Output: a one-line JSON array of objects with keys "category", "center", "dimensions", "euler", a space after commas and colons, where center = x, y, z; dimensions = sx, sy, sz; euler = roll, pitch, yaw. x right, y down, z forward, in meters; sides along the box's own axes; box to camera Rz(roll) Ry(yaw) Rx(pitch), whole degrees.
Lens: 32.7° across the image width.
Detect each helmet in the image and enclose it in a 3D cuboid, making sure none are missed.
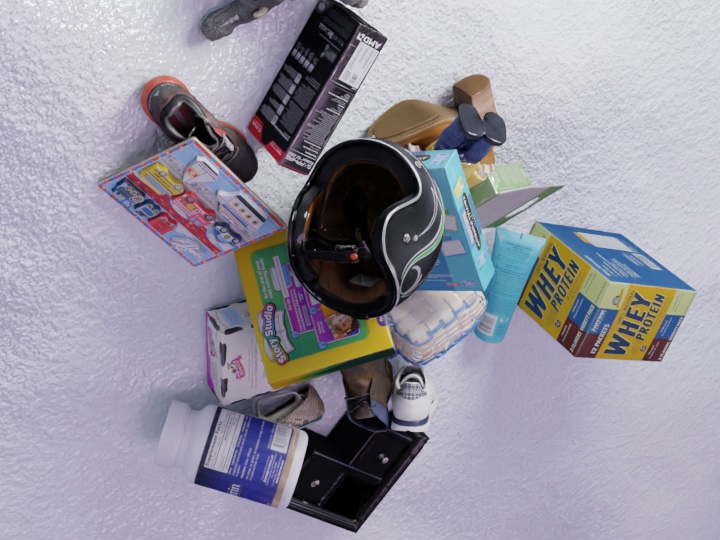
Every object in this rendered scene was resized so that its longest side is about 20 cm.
[{"category": "helmet", "center": [0.014, -0.059, 1.524], "dimensions": [0.191, 0.200, 0.200], "euler": [-63, 147, -38]}]

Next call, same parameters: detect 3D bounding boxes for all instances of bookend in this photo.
[{"category": "bookend", "center": [-0.031, 0.287, 1.926], "dimensions": [0.199, 0.092, 0.200], "euler": [32, 99, -43]}]

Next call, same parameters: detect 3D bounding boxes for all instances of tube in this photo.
[{"category": "tube", "center": [0.226, 0.023, 1.931], "dimensions": [0.077, 0.050, 0.200], "euler": [12, 125, -2]}]

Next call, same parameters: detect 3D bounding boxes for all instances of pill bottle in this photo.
[{"category": "pill bottle", "center": [-0.183, 0.256, 1.737], "dimensions": [0.200, 0.116, 0.116], "euler": [17, 114, -3]}]

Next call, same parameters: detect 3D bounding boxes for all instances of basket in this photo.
[{"category": "basket", "center": [0.104, 0.056, 1.840], "dimensions": [0.176, 0.139, 0.200], "euler": [-39, 161, -8]}]

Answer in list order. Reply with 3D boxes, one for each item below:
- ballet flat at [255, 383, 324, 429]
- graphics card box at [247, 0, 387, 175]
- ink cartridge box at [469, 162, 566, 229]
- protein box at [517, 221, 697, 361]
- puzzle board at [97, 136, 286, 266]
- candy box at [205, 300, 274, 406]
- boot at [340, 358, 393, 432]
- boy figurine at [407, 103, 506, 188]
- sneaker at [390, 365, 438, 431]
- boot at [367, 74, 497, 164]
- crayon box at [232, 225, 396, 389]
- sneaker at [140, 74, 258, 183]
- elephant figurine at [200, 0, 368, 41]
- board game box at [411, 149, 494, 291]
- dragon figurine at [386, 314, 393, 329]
[{"category": "ballet flat", "center": [-0.148, 0.229, 1.838], "dimensions": [0.200, 0.068, 0.075], "euler": [-29, 111, -19]}, {"category": "graphics card box", "center": [-0.057, -0.231, 1.529], "dimensions": [0.051, 0.125, 0.200], "euler": [21, 106, -33]}, {"category": "ink cartridge box", "center": [0.190, -0.104, 1.792], "dimensions": [0.145, 0.048, 0.200], "euler": [-33, 168, 37]}, {"category": "protein box", "center": [0.378, 0.034, 1.951], "dimensions": [0.200, 0.199, 0.135], "euler": [6, 117, -36]}, {"category": "puzzle board", "center": [-0.210, -0.080, 1.553], "dimensions": [0.151, 0.017, 0.200], "euler": [-21, 139, 24]}, {"category": "candy box", "center": [-0.119, 0.101, 1.760], "dimensions": [0.200, 0.061, 0.137], "euler": [-15, 129, -26]}, {"category": "boot", "center": [0.007, 0.166, 1.771], "dimensions": [0.075, 0.097, 0.200], "euler": [-11, 157, 16]}, {"category": "boy figurine", "center": [0.112, -0.138, 1.650], "dimensions": [0.124, 0.065, 0.200], "euler": [16, 137, -22]}, {"category": "sneaker", "center": [0.081, 0.176, 1.873], "dimensions": [0.076, 0.200, 0.081], "euler": [-2, 105, 1]}, {"category": "boot", "center": [0.107, -0.174, 1.726], "dimensions": [0.200, 0.077, 0.155], "euler": [-31, 137, -20]}, {"category": "crayon box", "center": [-0.063, 0.037, 1.635], "dimensions": [0.172, 0.200, 0.058], "euler": [-16, 166, 2]}, {"category": "sneaker", "center": [-0.192, -0.157, 1.520], "dimensions": [0.077, 0.082, 0.200], "euler": [-48, 133, 4]}, {"category": "elephant figurine", "center": [-0.089, -0.358, 1.430], "dimensions": [0.200, 0.142, 0.155], "euler": [-7, 96, -11]}, {"category": "board game box", "center": [0.081, -0.064, 1.651], "dimensions": [0.047, 0.151, 0.200], "euler": [-56, 136, -44]}, {"category": "dragon figurine", "center": [0.000, 0.000, 1.729], "dimensions": [0.059, 0.200, 0.099], "euler": [-15, 154, 10]}]
